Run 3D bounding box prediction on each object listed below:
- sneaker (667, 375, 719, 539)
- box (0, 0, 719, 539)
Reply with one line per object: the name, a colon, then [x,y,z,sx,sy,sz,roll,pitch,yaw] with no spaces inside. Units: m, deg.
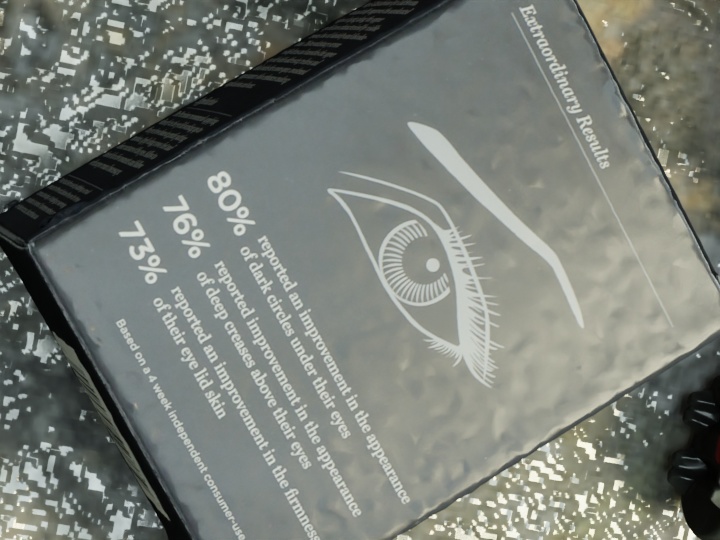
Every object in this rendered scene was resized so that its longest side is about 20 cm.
sneaker: [0.187,0.013,0.920,0.098,0.071,0.201,17,93,-15]
box: [0.000,0.000,0.853,0.200,0.104,0.148,-30,102,-10]
